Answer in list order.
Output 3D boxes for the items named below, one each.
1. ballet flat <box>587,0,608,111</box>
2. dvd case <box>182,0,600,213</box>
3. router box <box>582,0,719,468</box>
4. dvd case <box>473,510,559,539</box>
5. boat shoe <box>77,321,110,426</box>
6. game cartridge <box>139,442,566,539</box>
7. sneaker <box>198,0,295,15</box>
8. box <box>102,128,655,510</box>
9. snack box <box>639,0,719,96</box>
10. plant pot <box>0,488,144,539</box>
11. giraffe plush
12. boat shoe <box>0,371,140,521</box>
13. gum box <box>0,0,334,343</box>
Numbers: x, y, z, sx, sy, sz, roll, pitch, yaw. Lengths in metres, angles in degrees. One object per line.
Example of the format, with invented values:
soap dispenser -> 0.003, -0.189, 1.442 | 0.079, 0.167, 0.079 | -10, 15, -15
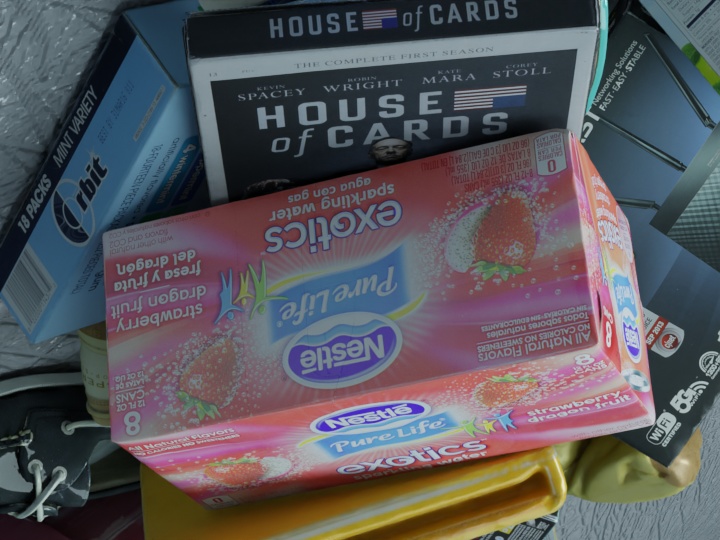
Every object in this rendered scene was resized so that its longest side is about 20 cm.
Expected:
ballet flat -> 0.059, -0.074, 0.976 | 0.073, 0.073, 0.200 | -31, 163, -12
dvd case -> 0.012, -0.049, 0.919 | 0.150, 0.025, 0.200 | -5, 157, -1
router box -> 0.146, -0.022, 1.173 | 0.200, 0.150, 0.062 | -58, -177, 21
dvd case -> 0.001, 0.141, 1.368 | 0.146, 0.200, 0.022 | 117, -11, -53
boat shoe -> -0.044, 0.021, 1.113 | 0.200, 0.073, 0.063 | -12, 115, -26
game cartridge -> -0.011, 0.088, 1.038 | 0.176, 0.032, 0.200 | -17, -167, -2
sneaker -> -0.020, -0.145, 0.789 | 0.077, 0.076, 0.200 | -34, 160, -17
box -> 0.007, 0.023, 0.931 | 0.200, 0.095, 0.103 | -12, 155, 15
snack box -> 0.196, -0.127, 1.089 | 0.053, 0.142, 0.200 | -45, 158, 25
plant pot -> -0.106, 0.177, 1.260 | 0.179, 0.200, 0.200 | -44, 166, -26
giraffe plush -> 0.125, 0.046, 1.358 | 0.200, 0.172, 0.162 | 96, 11, -53
boat shoe -> -0.149, 0.089, 1.148 | 0.200, 0.060, 0.076 | -18, 154, -40
gum box -> -0.044, -0.057, 1.004 | 0.200, 0.045, 0.170 | -18, 154, -42
